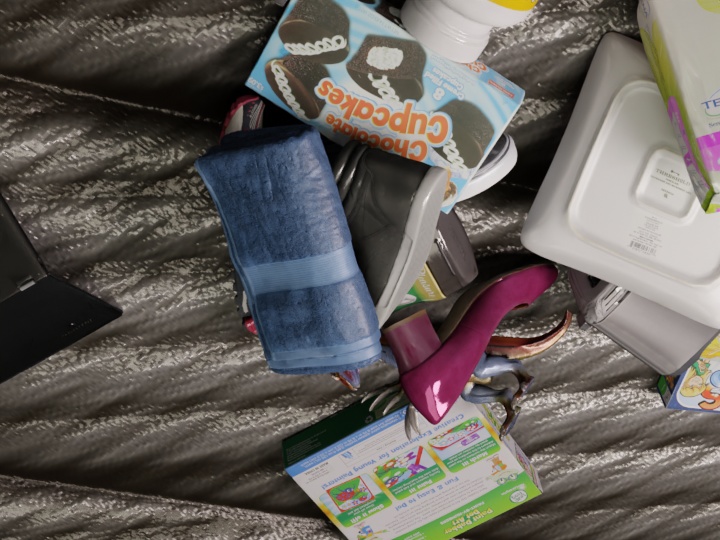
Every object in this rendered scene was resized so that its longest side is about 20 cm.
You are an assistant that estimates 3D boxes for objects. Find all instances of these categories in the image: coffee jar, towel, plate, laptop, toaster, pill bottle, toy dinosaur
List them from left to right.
[{"bbox_3d":[-0.350,0.011,1.440,0.186,0.116,0.201,-28,99,12],"label":"laptop"},{"bbox_3d":[-0.054,-0.014,1.288,0.111,0.048,0.201,-6,108,35],"label":"towel"},{"bbox_3d":[0.000,0.000,1.444,0.199,0.086,0.105,-24,121,10],"label":"coffee jar"},{"bbox_3d":[0.070,0.090,1.531,0.181,0.200,0.105,30,148,14],"label":"toy dinosaur"},{"bbox_3d":[0.110,-0.260,1.244,0.104,0.105,0.200,19,123,-23],"label":"pill bottle"},{"bbox_3d":[0.261,-0.074,1.374,0.198,0.032,0.201,23,99,1],"label":"plate"},{"bbox_3d":[0.282,-0.008,1.471,0.129,0.114,0.200,26,119,-24],"label":"toaster"}]

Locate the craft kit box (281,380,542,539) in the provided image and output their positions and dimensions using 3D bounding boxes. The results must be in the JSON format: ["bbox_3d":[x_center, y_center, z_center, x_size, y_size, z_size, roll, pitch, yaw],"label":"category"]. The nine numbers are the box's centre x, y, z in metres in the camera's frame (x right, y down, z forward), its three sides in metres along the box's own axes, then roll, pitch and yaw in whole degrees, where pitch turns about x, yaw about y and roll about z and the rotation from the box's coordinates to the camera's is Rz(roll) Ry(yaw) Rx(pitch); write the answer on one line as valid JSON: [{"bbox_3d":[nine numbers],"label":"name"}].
[{"bbox_3d":[0.054,0.200,1.641,0.199,0.049,0.198,-28,125,12],"label":"craft kit box"}]

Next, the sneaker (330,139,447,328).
[{"bbox_3d":[0.005,-0.033,1.339,0.099,0.071,0.201,28,142,11],"label":"sneaker"}]

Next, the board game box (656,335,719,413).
[{"bbox_3d":[0.412,0.087,1.618,0.199,0.035,0.136,6,127,-15],"label":"board game box"}]

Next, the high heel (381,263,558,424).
[{"bbox_3d":[0.114,0.062,1.472,0.199,0.097,0.067,-23,177,-26],"label":"high heel"}]

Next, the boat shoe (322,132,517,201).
[{"bbox_3d":[0.033,-0.097,1.387,0.199,0.072,0.068,-10,131,7],"label":"boat shoe"}]

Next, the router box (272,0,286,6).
[{"bbox_3d":[-0.072,-0.316,1.200,0.157,0.052,0.200,25,120,-26],"label":"router box"}]

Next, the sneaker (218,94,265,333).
[{"bbox_3d":[-0.075,-0.050,1.365,0.074,0.081,0.201,-8,105,8],"label":"sneaker"}]

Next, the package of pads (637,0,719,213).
[{"bbox_3d":[0.318,-0.158,1.311,0.153,0.201,0.068,-14,164,1],"label":"package of pads"}]

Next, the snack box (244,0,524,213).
[{"bbox_3d":[0.019,-0.147,1.312,0.199,0.037,0.116,32,120,-2],"label":"snack box"}]
